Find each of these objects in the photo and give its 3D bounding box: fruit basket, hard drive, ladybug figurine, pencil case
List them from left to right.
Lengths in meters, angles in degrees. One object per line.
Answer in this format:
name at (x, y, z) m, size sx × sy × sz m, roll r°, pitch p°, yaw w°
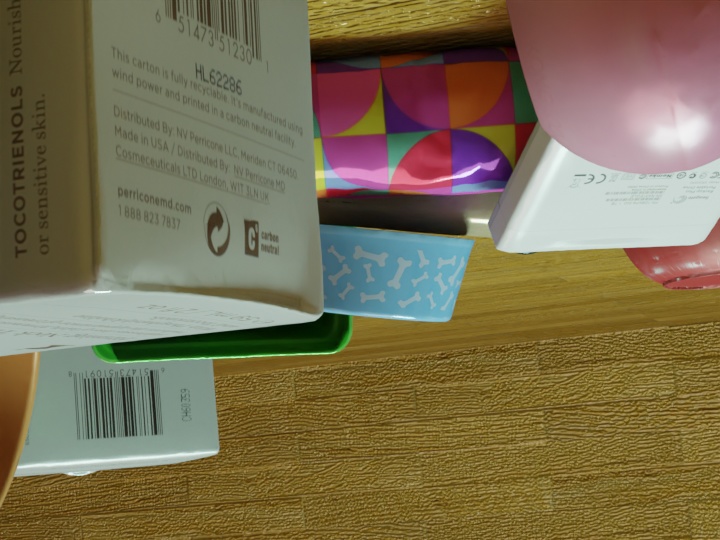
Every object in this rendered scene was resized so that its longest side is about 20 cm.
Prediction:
fruit basket at (-0.091, -0.011, 1.097) m, size 0.214 × 0.157 × 0.216 m, roll 2°, pitch -171°, yaw 0°
pencil case at (0.018, -0.077, 0.848) m, size 0.198 × 0.089 × 0.088 m, roll -6°, pitch 172°, yaw 2°
ladybug figurine at (0.037, -0.060, 0.947) m, size 0.198 × 0.073 × 0.136 m, roll 4°, pitch -176°, yaw 0°
hard drive at (0.156, -0.081, 0.778) m, size 0.131 × 0.027 × 0.201 m, roll -2°, pitch 145°, yaw -19°

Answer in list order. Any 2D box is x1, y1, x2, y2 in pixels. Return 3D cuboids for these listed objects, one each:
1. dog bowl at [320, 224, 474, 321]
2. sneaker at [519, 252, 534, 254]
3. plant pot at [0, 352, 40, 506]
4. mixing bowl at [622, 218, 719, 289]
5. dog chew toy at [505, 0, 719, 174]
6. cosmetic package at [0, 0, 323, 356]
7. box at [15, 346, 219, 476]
dog bowl at (0.000, 0.000, 0.928) m, size 0.110 × 0.050 × 0.200 m, roll 6°, pitch 180°, yaw -11°
sneaker at (0.106, -0.050, 1.091) m, size 0.076 × 0.085 × 0.200 m, roll -5°, pitch 172°, yaw 7°
plant pot at (-0.297, 0.074, 0.931) m, size 0.139 × 0.202 × 0.200 m, roll 10°, pitch 175°, yaw 9°
mixing bowl at (0.265, -0.046, 1.136) m, size 0.198 × 0.109 × 0.200 m, roll -5°, pitch 171°, yaw -1°
dog chew toy at (0.156, -0.111, 0.576) m, size 0.198 × 0.126 × 0.124 m, roll -15°, pitch 170°, yaw 11°
cosmetic package at (-0.139, -0.057, 0.588) m, size 0.198 × 0.168 × 0.167 m, roll -7°, pitch 172°, yaw 25°
box at (-0.249, 0.084, 1.430) m, size 0.197 × 0.202 × 0.130 m, roll -1°, pitch 170°, yaw -29°
